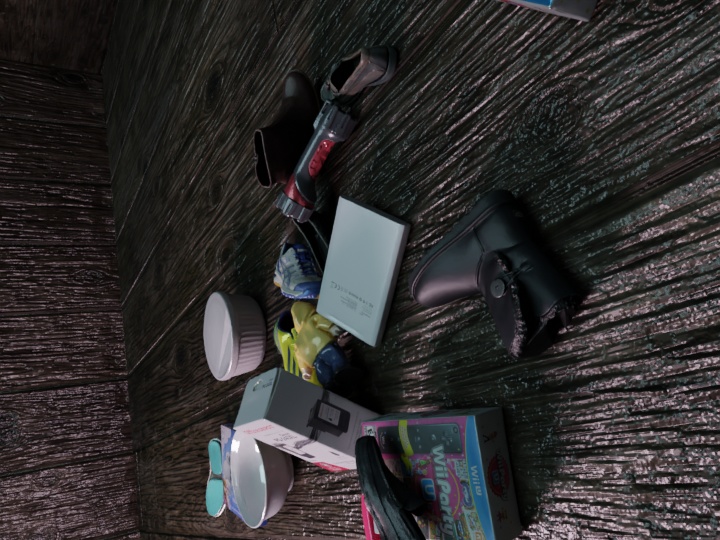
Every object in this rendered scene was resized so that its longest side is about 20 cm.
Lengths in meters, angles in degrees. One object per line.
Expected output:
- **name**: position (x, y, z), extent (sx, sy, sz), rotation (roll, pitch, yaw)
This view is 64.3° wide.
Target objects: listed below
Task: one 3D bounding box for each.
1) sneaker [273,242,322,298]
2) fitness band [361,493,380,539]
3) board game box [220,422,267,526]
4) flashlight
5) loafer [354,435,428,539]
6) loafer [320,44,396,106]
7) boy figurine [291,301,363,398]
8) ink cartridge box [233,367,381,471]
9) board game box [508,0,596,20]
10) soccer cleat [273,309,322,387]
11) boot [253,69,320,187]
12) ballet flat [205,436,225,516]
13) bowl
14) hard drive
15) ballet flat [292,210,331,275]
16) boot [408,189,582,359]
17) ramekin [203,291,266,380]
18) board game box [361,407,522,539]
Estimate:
- **sneaker**: position (-0.116, -0.003, 1.068), extent (0.199, 0.074, 0.090), rotation (24, 108, 60)
- **fitness band**: position (0.055, 0.402, 0.860), extent (0.143, 0.037, 0.204), rotation (-36, 60, 55)
- **board game box**: position (-0.284, 0.486, 1.384), extent (0.199, 0.043, 0.203), rotation (-8, 83, 57)
- **flashlight**: position (-0.073, -0.182, 0.982), extent (0.068, 0.067, 0.202), rotation (45, 110, 36)
- **loafer**: position (0.049, 0.293, 0.699), extent (0.203, 0.070, 0.068), rotation (66, -175, 32)
- **loafer**: position (-0.020, -0.319, 0.925), extent (0.199, 0.062, 0.073), rotation (-4, 87, 57)
- **boy figurine**: position (-0.073, 0.133, 1.007), extent (0.125, 0.064, 0.201), rotation (-60, 40, 21)
- **ink cartridge box**: position (-0.085, 0.242, 0.911), extent (0.145, 0.198, 0.084), rotation (-32, 34, 53)
- **board game box**: position (0.196, -0.373, 0.572), extent (0.148, 0.063, 0.203), rotation (45, 128, 48)
- **soccer cleat**: position (-0.116, 0.152, 1.089), extent (0.200, 0.064, 0.085), rotation (48, 132, 47)
- **boot**: position (-0.133, -0.253, 1.012), extent (0.071, 0.166, 0.204), rotation (2, 105, 21)
- **ballet flat**: position (-0.361, 0.532, 1.494), extent (0.069, 0.068, 0.204), rotation (1, 90, 57)
- **bowl**: position (-0.200, 0.424, 1.207), extent (0.200, 0.089, 0.205), rotation (5, 96, 57)
- **hard drive**: position (0.000, 0.000, 0.904), extent (0.131, 0.026, 0.203), rotation (27, 115, 33)
- **ballet flat**: position (-0.071, -0.030, 1.020), extent (0.202, 0.056, 0.067), rotation (62, 139, 35)
- **boot**: position (0.145, 0.032, 0.665), extent (0.201, 0.075, 0.170), rotation (-50, 47, 38)
- **ramekin**: position (-0.293, 0.150, 1.341), extent (0.201, 0.093, 0.207), rotation (1, 91, 58)
- **board game box**: position (0.096, 0.259, 0.733), extent (0.198, 0.064, 0.150), rotation (-18, 76, 44)
